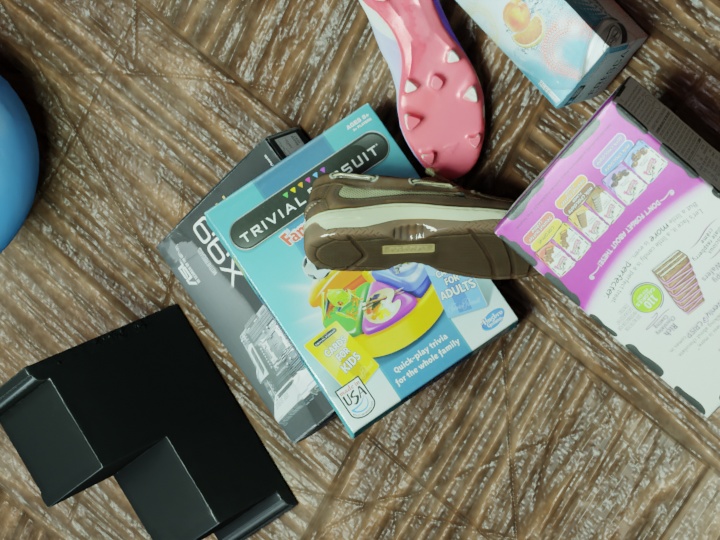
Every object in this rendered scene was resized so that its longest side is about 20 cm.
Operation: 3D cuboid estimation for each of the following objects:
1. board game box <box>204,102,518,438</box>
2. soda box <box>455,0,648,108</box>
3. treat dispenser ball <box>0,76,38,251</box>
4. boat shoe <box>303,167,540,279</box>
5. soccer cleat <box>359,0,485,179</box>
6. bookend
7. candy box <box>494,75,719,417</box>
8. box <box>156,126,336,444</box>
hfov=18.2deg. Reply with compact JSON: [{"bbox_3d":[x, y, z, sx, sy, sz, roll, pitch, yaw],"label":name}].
[{"bbox_3d":[0.000,0.000,1.681,0.151,0.047,0.200,-34,83,-6],"label":"board game box"},{"bbox_3d":[0.106,-0.209,1.581,0.200,0.068,0.064,48,122,14],"label":"soda box"},{"bbox_3d":[-0.368,-0.089,1.860,0.200,0.201,0.202,11,111,32],"label":"treat dispenser ball"},{"bbox_3d":[0.059,-0.044,1.632,0.075,0.201,0.075,105,166,-56],"label":"boat shoe"},{"bbox_3d":[0.041,-0.166,1.654,0.066,0.077,0.201,-22,108,3],"label":"soccer cleat"},{"bbox_3d":[-0.183,0.155,1.818,0.092,0.198,0.201,-36,84,35],"label":"bookend"},{"bbox_3d":[0.212,-0.016,1.541,0.200,0.061,0.136,42,121,0],"label":"candy box"},{"bbox_3d":[-0.051,0.012,1.774,0.158,0.050,0.200,-40,81,36],"label":"box"}]
